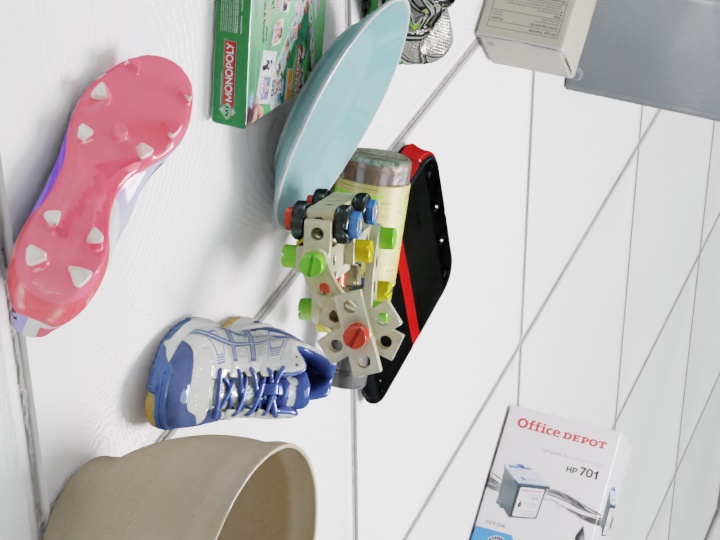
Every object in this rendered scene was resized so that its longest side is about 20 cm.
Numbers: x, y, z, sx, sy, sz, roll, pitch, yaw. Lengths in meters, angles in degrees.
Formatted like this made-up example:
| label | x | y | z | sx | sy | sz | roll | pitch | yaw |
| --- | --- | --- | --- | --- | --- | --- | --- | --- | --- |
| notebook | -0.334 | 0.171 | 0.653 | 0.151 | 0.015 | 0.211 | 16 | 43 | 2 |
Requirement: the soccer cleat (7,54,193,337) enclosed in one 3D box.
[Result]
| label | x | y | z | sx | sy | sz | roll | pitch | yaw |
| --- | --- | --- | --- | --- | --- | --- | --- | --- | --- |
| soccer cleat | -0.160 | -0.048 | 1.161 | 0.076 | 0.067 | 0.200 | -50 | -165 | 53 |

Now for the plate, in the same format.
| label | x | y | z | sx | sy | sz | roll | pitch | yaw |
| --- | --- | --- | --- | --- | --- | --- | --- | --- | --- |
| plate | -0.021 | -0.124 | 1.474 | 0.200 | 0.026 | 0.200 | -58 | 170 | -16 |

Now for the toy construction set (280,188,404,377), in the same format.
| label | x | y | z | sx | sy | sz | roll | pitch | yaw |
| --- | --- | --- | --- | --- | --- | --- | --- | --- | --- |
| toy construction set | -0.016 | 0.008 | 1.467 | 0.200 | 0.092 | 0.131 | -102 | -166 | -78 |

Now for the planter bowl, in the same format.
| label | x | y | z | sx | sy | sz | roll | pitch | yaw |
| --- | --- | --- | --- | --- | --- | --- | --- | --- | --- |
| planter bowl | -0.129 | 0.195 | 1.276 | 0.200 | 0.135 | 0.201 | 14 | 90 | -71 |

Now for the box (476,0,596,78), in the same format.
| label | x | y | z | sx | sy | sz | roll | pitch | yaw |
| --- | --- | --- | --- | --- | --- | --- | --- | --- | --- |
| box | 0.190 | -0.301 | 1.908 | 0.078 | 0.095 | 0.200 | 46 | 60 | -68 |

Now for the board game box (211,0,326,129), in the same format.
| label | x | y | z | sx | sy | sz | roll | pitch | yaw |
| --- | --- | --- | --- | --- | --- | --- | --- | --- | --- |
| board game box | -0.060 | -0.214 | 1.359 | 0.135 | 0.029 | 0.200 | -42 | 141 | -60 |

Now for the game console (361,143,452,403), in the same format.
| label | x | y | z | sx | sy | sz | roll | pitch | yaw |
| --- | --- | --- | --- | --- | --- | --- | --- | --- | --- |
| game console | 0.031 | 0.001 | 1.766 | 0.177 | 0.031 | 0.200 | -58 | 153 | -31 |

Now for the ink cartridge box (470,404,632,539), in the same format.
| label | x | y | z | sx | sy | sz | roll | pitch | yaw |
| --- | --- | --- | --- | --- | --- | --- | --- | --- | --- |
| ink cartridge box | 0.226 | 0.278 | 2.308 | 0.086 | 0.146 | 0.200 | 42 | 62 | -66 |

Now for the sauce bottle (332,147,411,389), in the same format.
| label | x | y | z | sx | sy | sz | roll | pitch | yaw |
| --- | --- | --- | --- | --- | --- | --- | --- | --- | --- |
| sauce bottle | 0.000 | 0.000 | 1.613 | 0.065 | 0.065 | 0.200 | -23 | 123 | -67 |

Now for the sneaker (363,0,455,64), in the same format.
| label | x | y | z | sx | sy | sz | roll | pitch | yaw |
| --- | --- | --- | --- | --- | --- | --- | --- | --- | --- |
| sneaker | 0.047 | -0.222 | 1.568 | 0.200 | 0.085 | 0.078 | 56 | 50 | -66 |

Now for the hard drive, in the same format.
| label | x | y | z | sx | sy | sz | roll | pitch | yaw |
| --- | --- | --- | --- | --- | --- | --- | --- | --- | --- |
| hard drive | 0.337 | -0.255 | 2.186 | 0.033 | 0.200 | 0.140 | -32 | 133 | -59 |

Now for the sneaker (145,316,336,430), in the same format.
| label | x | y | z | sx | sy | sz | roll | pitch | yaw |
| --- | --- | --- | --- | --- | --- | --- | --- | --- | --- |
| sneaker | -0.082 | 0.075 | 1.399 | 0.200 | 0.088 | 0.075 | -22 | 125 | -65 |
